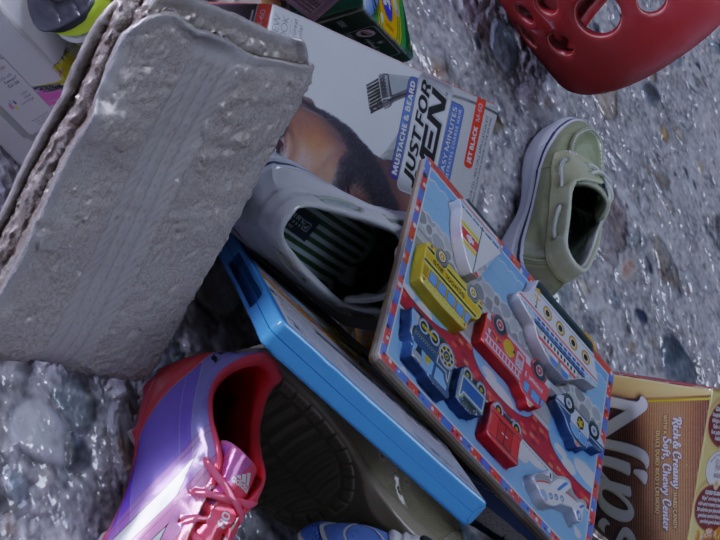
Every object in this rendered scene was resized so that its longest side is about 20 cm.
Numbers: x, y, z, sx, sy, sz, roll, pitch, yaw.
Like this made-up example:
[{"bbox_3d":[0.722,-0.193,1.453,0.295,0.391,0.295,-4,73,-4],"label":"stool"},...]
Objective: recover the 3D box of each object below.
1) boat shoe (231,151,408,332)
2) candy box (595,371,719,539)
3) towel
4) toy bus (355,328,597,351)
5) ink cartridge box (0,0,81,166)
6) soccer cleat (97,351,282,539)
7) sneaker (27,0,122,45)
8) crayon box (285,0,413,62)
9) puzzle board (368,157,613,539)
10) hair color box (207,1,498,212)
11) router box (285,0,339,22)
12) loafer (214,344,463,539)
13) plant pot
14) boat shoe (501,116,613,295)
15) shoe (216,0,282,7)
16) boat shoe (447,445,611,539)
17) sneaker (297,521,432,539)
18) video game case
[{"bbox_3d":[0.000,0.000,1.101,0.200,0.074,0.067,24,12,-44],"label":"boat shoe"},{"bbox_3d":[0.163,0.165,1.246,0.055,0.115,0.201,16,83,-53],"label":"candy box"},{"bbox_3d":[-0.106,-0.037,0.969,0.132,0.034,0.201,14,107,-52],"label":"towel"},{"bbox_3d":[0.079,0.060,1.280,0.200,0.065,0.079,15,64,-53],"label":"toy bus"},{"bbox_3d":[-0.162,-0.131,1.014,0.200,0.067,0.117,50,38,-32],"label":"ink cartridge box"},{"bbox_3d":[-0.084,0.127,0.989,0.067,0.076,0.201,41,43,-38],"label":"soccer cleat"},{"bbox_3d":[-0.107,-0.177,1.004,0.081,0.074,0.201,49,45,-44],"label":"sneaker"},{"bbox_3d":[-0.023,-0.234,1.255,0.126,0.051,0.201,27,49,-73],"label":"crayon box"},{"bbox_3d":[0.082,0.052,1.111,0.200,0.017,0.151,48,39,-31],"label":"puzzle board"},{"bbox_3d":[-0.013,-0.072,1.163,0.200,0.064,0.111,18,83,-44],"label":"hair color box"},{"bbox_3d":[-0.059,-0.265,1.143,0.200,0.052,0.158,35,64,-13],"label":"router box"},{"bbox_3d":[-0.011,0.111,1.114,0.200,0.075,0.068,52,27,-23],"label":"loafer"},{"bbox_3d":[0.173,-0.259,1.470,0.183,0.200,0.201,46,39,-20],"label":"plant pot"},{"bbox_3d":[0.152,-0.045,1.444,0.072,0.062,0.200,53,35,-26],"label":"boat shoe"},{"bbox_3d":[-0.083,-0.208,1.195,0.070,0.053,0.201,96,-17,-86],"label":"shoe"},{"bbox_3d":[0.103,0.131,1.182,0.200,0.072,0.073,32,82,-1],"label":"boat shoe"},{"bbox_3d":[-0.026,0.222,1.046,0.076,0.077,0.200,88,23,-58],"label":"sneaker"},{"bbox_3d":[-0.010,0.051,1.053,0.143,0.018,0.200,42,3,-17],"label":"video game case"}]
